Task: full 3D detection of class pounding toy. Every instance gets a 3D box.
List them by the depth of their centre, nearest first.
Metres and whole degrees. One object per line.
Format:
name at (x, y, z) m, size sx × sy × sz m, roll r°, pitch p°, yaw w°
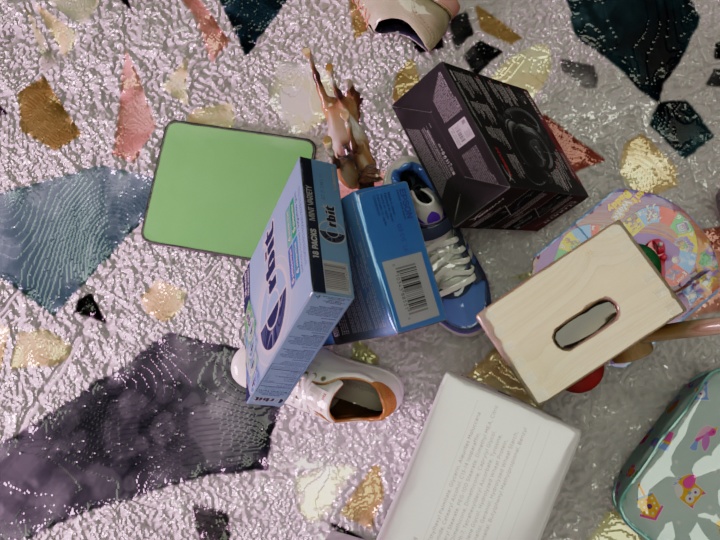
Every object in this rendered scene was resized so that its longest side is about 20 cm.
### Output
pounding toy at (0.237, 0.048, 0.763) m, size 0.200 × 0.184 × 0.142 m, roll -35°, pitch 78°, yaw 9°

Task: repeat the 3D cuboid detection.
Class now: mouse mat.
mouse mat at (-0.162, -0.096, 0.974) m, size 0.200 × 0.008 × 0.161 m, roll 10°, pitch 82°, yaw 11°

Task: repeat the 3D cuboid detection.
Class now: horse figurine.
horse figurine at (-0.015, -0.150, 0.868) m, size 0.050 × 0.133 × 0.200 m, roll -20°, pitch 59°, yaw 7°

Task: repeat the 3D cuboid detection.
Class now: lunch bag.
lunch bag at (0.362, 0.214, 0.803) m, size 0.160 × 0.077 × 0.200 m, roll 36°, pitch 88°, yaw 11°

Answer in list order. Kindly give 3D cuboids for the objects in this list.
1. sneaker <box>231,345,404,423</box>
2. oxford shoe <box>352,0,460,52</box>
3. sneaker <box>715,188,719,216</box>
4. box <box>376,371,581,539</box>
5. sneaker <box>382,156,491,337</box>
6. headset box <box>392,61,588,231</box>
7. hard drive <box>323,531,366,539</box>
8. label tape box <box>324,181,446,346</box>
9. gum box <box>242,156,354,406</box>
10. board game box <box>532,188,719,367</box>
sneaker at (-0.055, 0.121, 0.874) m, size 0.200 × 0.085 × 0.073 m, roll 8°, pitch 101°, yaw 11°
oxford shoe at (0.015, -0.329, 0.953) m, size 0.200 × 0.071 × 0.074 m, roll 28°, pitch 88°, yaw 12°
sneaker at (0.474, -0.040, 0.836) m, size 0.112 × 0.078 × 0.200 m, roll -43°, pitch 88°, yaw -4°
box at (0.110, 0.214, 0.779) m, size 0.131 × 0.199 × 0.200 m, roll 22°, pitch 86°, yaw 11°
sneaker at (0.079, -0.027, 0.852) m, size 0.080 × 0.146 × 0.200 m, roll -23°, pitch 77°, yaw 5°
headset box at (0.145, -0.123, 0.840) m, size 0.077 × 0.200 × 0.149 m, roll -36°, pitch 70°, yaw 33°
hard drive at (0.008, 0.310, 0.779) m, size 0.132 × 0.200 × 0.025 m, roll 13°, pitch 90°, yaw 11°
label tape box at (0.000, 0.000, 0.852) m, size 0.063 × 0.200 × 0.144 m, roll -15°, pitch 88°, yaw -25°
gum box at (-0.071, 0.016, 0.814) m, size 0.044 × 0.200 × 0.170 m, roll 10°, pitch 48°, yaw -22°
board game box at (0.288, 0.002, 0.868) m, size 0.200 × 0.039 × 0.158 m, roll -39°, pitch 77°, yaw 1°
